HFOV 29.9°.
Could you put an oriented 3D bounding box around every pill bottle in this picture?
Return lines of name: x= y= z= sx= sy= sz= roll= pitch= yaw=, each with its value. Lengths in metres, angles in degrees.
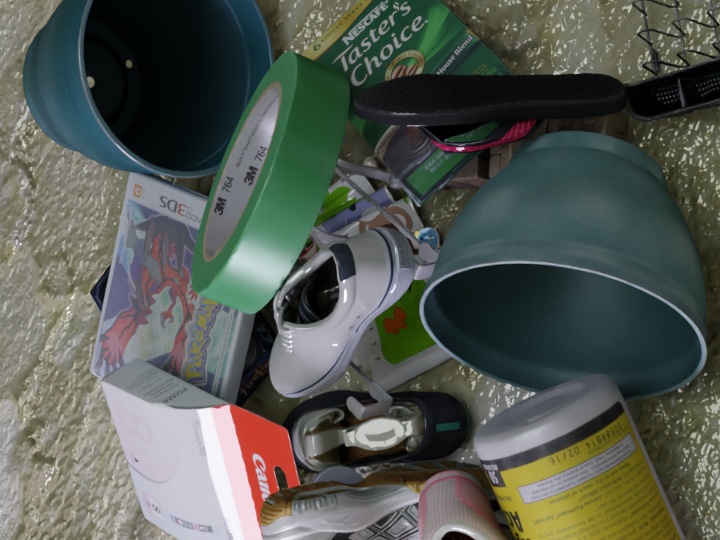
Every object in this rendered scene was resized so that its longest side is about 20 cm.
pill bottle: x=0.166 y=0.184 z=0.940 sx=0.111 sy=0.111 sz=0.202 roll=-24 pitch=91 yaw=32

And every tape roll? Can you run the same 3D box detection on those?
tape roll: x=-0.073 y=-0.068 z=1.051 sx=0.201 sy=0.048 sz=0.202 roll=-56 pitch=21 yaw=34

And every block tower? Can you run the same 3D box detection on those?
block tower: x=0.115 y=-0.096 z=1.060 sx=0.198 sy=0.058 sz=0.055 roll=0 pitch=85 yaw=38

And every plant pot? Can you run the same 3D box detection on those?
plant pot: x=-0.212 y=-0.180 z=1.236 sx=0.187 sy=0.198 sz=0.203 roll=-1 pitch=85 yaw=50
plant pot: x=0.152 y=-0.012 z=0.956 sx=0.198 sy=0.200 sz=0.136 roll=-6 pitch=57 yaw=36

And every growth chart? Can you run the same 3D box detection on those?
growth chart: x=0.015 y=0.004 z=1.148 sx=0.144 sy=0.018 sz=0.201 roll=-40 pitch=66 yaw=28

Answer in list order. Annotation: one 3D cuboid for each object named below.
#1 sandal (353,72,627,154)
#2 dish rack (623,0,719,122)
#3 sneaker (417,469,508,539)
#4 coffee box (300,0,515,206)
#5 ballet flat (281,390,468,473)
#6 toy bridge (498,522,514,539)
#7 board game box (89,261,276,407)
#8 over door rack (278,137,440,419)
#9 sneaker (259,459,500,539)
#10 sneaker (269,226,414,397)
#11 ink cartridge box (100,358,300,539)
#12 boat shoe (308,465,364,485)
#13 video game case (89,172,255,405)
sandal: x=0.094 y=-0.109 z=0.958 sx=0.075 sy=0.197 sz=0.046 roll=-111 pitch=21 yaw=-58
dish rack: x=0.255 y=-0.216 z=0.965 sx=0.152 sy=0.054 sz=0.203 roll=-13 pitch=80 yaw=34
sneaker: x=0.096 y=0.249 z=0.966 sx=0.075 sy=0.105 sz=0.202 roll=-25 pitch=97 yaw=6
coffee box: x=0.039 y=-0.153 z=1.075 sx=0.123 sy=0.044 sz=0.201 roll=-41 pitch=44 yaw=7
ballet flat: x=-0.005 y=0.134 z=1.118 sx=0.198 sy=0.073 sz=0.074 roll=-11 pitch=79 yaw=36
toy bridge: x=0.076 y=0.291 z=1.038 sx=0.027 sy=0.066 sz=0.202 roll=-154 pitch=80 yaw=-78
board game box: x=-0.166 y=0.048 z=1.267 sx=0.136 sy=0.034 sz=0.201 roll=-50 pitch=60 yaw=23
over door rack: x=0.000 y=0.000 z=1.080 sx=0.200 sy=0.066 sz=0.149 roll=52 pitch=133 yaw=44
sneaker: x=0.021 y=0.202 z=1.044 sx=0.076 sy=0.197 sz=0.089 roll=-173 pitch=75 yaw=-77
sneaker: x=-0.035 y=0.031 z=1.008 sx=0.200 sy=0.070 sz=0.074 roll=-54 pitch=47 yaw=45
ink cartridge box: x=-0.132 y=0.178 z=1.164 sx=0.199 sy=0.057 sz=0.164 roll=23 pitch=134 yaw=44
boat shoe: x=0.021 y=0.249 z=1.093 sx=0.202 sy=0.073 sz=0.065 roll=62 pitch=163 yaw=8
video game case: x=-0.167 y=0.029 z=1.223 sx=0.181 sy=0.023 sz=0.203 roll=22 pitch=104 yaw=38
